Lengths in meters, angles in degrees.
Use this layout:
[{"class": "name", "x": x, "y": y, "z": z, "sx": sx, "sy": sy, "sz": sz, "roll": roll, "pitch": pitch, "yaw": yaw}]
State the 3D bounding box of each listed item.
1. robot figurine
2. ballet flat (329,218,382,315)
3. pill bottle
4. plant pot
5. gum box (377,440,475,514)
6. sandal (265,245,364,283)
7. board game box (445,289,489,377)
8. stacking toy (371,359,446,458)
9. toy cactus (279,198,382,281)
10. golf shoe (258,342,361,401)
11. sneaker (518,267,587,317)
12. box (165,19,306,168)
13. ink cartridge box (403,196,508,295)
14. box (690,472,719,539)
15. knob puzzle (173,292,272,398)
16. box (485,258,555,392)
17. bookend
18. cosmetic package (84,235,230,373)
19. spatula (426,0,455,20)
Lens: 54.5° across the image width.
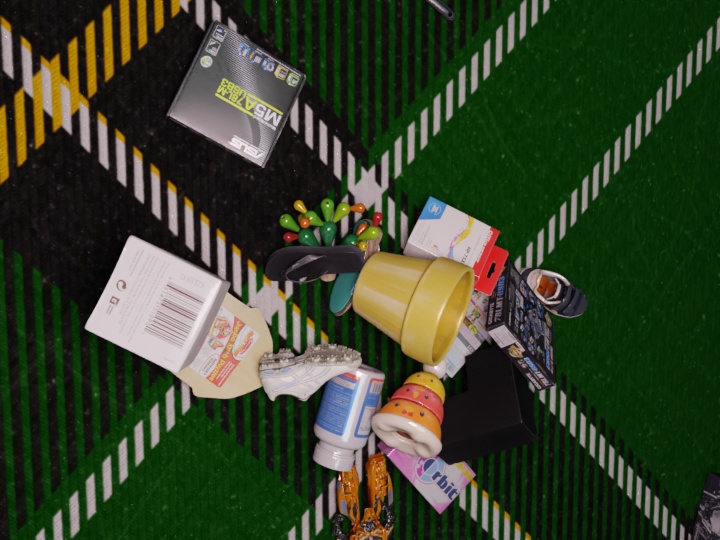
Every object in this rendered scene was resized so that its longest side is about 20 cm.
[{"class": "robot figurine", "x": 0.008, "y": 0.487, "z": 1.444, "sx": 0.143, "sy": 0.058, "sz": 0.203, "roll": -7, "pitch": 97, "yaw": -19}, {"class": "ballet flat", "x": 0.000, "y": 0.000, "z": 1.394, "sx": 0.067, "sy": 0.068, "sz": 0.202, "roll": 20, "pitch": 90, "yaw": -45}, {"class": "pill bottle", "x": -0.030, "y": 0.285, "z": 1.383, "sx": 0.111, "sy": 0.112, "sz": 0.202, "roll": 18, "pitch": 89, "yaw": -21}, {"class": "plant pot", "x": 0.095, "y": 0.055, "z": 1.338, "sx": 0.187, "sy": 0.201, "sz": 0.203, "roll": 23, "pitch": 86, "yaw": 21}, {"class": "gum box", "x": 0.137, "y": 0.398, "z": 1.479, "sx": 0.113, "sy": 0.066, "sz": 0.200, "roll": -43, "pitch": 107, "yaw": -11}, {"class": "sandal", "x": -0.092, "y": -0.010, "z": 1.310, "sx": 0.198, "sy": 0.043, "sz": 0.076, "roll": -8, "pitch": 135, "yaw": 17}, {"class": "board game box", "x": 0.200, "y": 0.098, "z": 1.476, "sx": 0.200, "sy": 0.064, "sz": 0.148, "roll": -45, "pitch": 109, "yaw": -9}, {"class": "stacking toy", "x": 0.117, "y": 0.250, "z": 1.378, "sx": 0.146, "sy": 0.146, "sz": 0.201, "roll": 38, "pitch": 58, "yaw": -19}, {"class": "toy cactus", "x": -0.059, "y": -0.055, "z": 1.340, "sx": 0.197, "sy": 0.103, "sz": 0.167, "roll": 2, "pitch": 118, "yaw": -1}, {"class": "golf shoe", "x": -0.092, "y": 0.197, "z": 1.329, "sx": 0.197, "sy": 0.078, "sz": 0.098, "roll": -6, "pitch": 109, "yaw": 4}, {"class": "sneaker", "x": 0.440, "y": 0.055, "z": 1.553, "sx": 0.198, "sy": 0.079, "sz": 0.079, "roll": 22, "pitch": 86, "yaw": -22}, {"class": "box", "x": -0.226, "y": -0.320, "z": 1.285, "sx": 0.199, "sy": 0.047, "sz": 0.195, "roll": 28, "pitch": 83, "yaw": -20}, {"class": "ink cartridge box", "x": 0.199, "y": -0.047, "z": 1.406, "sx": 0.198, "sy": 0.067, "sz": 0.117, "roll": 26, "pitch": 68, "yaw": 4}, {"class": "box", "x": 0.949, "y": 0.638, "z": 1.743, "sx": 0.103, "sy": 0.182, "sz": 0.203, "roll": 16, "pitch": 89, "yaw": -20}, {"class": "knob puzzle", "x": -0.255, "y": 0.153, "z": 1.329, "sx": 0.217, "sy": 0.030, "sz": 0.223, "roll": -2, "pitch": 95, "yaw": -20}, {"class": "box", "x": 0.334, "y": 0.110, "z": 1.442, "sx": 0.199, "sy": 0.049, "sz": 0.201, "roll": 49, "pitch": 35, "yaw": -26}, {"class": "bookend", "x": 0.240, "y": 0.266, "z": 1.428, "sx": 0.198, "sy": 0.200, "sz": 0.092, "roll": -23, "pitch": 135, "yaw": 23}, {"class": "cosmetic package", "x": -0.332, "y": 0.057, "z": 1.182, "sx": 0.164, "sy": 0.200, "sz": 0.166, "roll": 26, "pitch": 84, "yaw": -5}, {"class": "spatula", "x": 0.115, "y": -0.570, "z": 1.399, "sx": 0.199, "sy": 0.021, "sz": 0.057, "roll": 33, "pitch": 96, "yaw": -22}]
